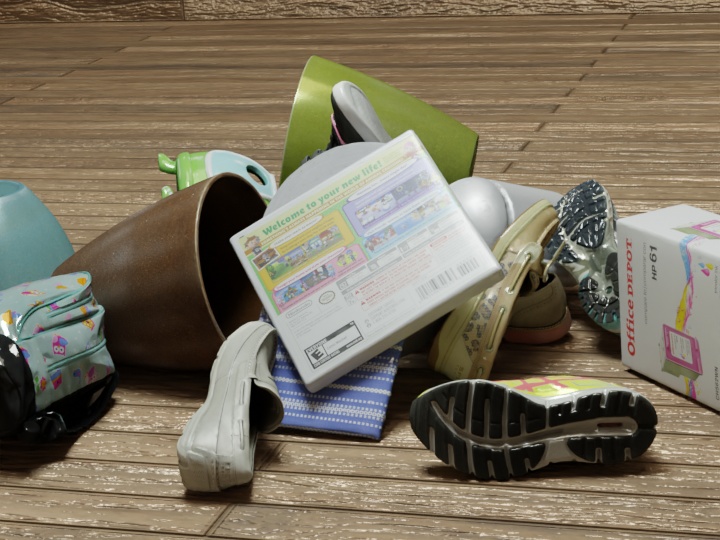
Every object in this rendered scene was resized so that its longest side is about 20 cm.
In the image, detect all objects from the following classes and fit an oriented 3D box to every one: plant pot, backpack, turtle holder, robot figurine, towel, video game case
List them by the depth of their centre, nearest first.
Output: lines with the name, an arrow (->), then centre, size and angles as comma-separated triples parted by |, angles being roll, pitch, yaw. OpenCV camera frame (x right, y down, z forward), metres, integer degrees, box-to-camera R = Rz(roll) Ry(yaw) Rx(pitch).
backpack -> -0.302, 0.078, 1.562 | 0.165, 0.128, 0.200 | 1, 14, 27
towel -> -0.025, 0.053, 1.562 | 0.143, 0.024, 0.202 | 4, 62, 22
video game case -> 0.003, -0.011, 1.564 | 0.199, 0.022, 0.183 | -31, 56, 0
plant pot -> -0.194, 0.018, 1.686 | 0.198, 0.189, 0.187 | -12, 13, 24
robot figurine -> 0.147, -0.032, 1.797 | 0.198, 0.114, 0.169 | 9, 19, -34
plant pot -> -0.399, -0.021, 1.890 | 0.198, 0.136, 0.200 | -3, 17, 1
plant pot -> 0.026, -0.126, 1.938 | 0.198, 0.189, 0.187 | 11, 19, 6
turtle holder -> -0.155, -0.059, 1.953 | 0.130, 0.143, 0.186 | -5, 16, -7

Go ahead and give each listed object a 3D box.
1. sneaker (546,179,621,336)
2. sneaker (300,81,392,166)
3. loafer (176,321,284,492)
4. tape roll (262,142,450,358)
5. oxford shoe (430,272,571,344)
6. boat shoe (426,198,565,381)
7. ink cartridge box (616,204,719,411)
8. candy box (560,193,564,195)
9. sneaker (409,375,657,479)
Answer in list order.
sneaker -> 0.242, -0.003, 1.719 | 0.077, 0.086, 0.201 | -35, 41, 21
sneaker -> -0.019, -0.114, 1.740 | 0.098, 0.071, 0.200 | -22, -26, 8
loafer -> -0.095, 0.113, 1.468 | 0.069, 0.071, 0.201 | 2, 37, 13
tape roll -> 0.002, -0.016, 1.645 | 0.198, 0.202, 0.066 | 4, -18, 25
oxford shoe -> 0.106, 0.023, 1.717 | 0.198, 0.074, 0.071 | -1, 40, 13
boat shoe -> 0.136, 0.023, 1.625 | 0.062, 0.073, 0.201 | 30, 71, 14
ink cartridge box -> 0.314, 0.036, 1.534 | 0.084, 0.146, 0.200 | -13, 19, -24
candy box -> 0.127, -0.051, 2.010 | 0.198, 0.056, 0.115 | 2, 20, 20
sneaker -> 0.139, 0.123, 1.432 | 0.197, 0.079, 0.090 | 3, 9, 2
